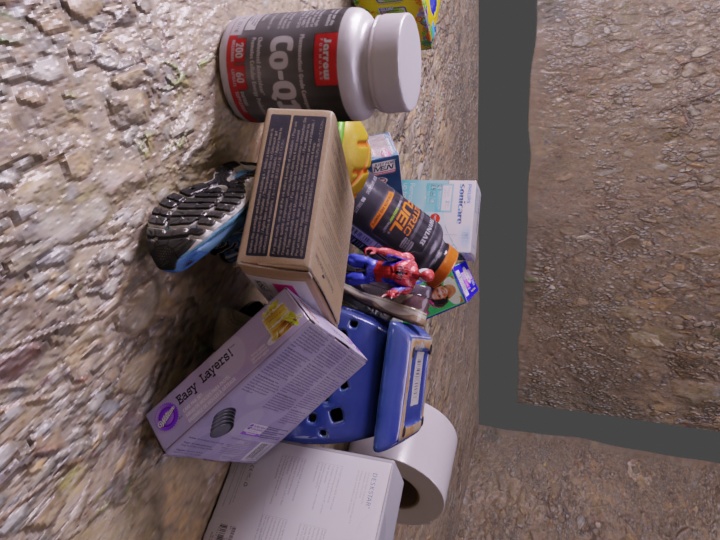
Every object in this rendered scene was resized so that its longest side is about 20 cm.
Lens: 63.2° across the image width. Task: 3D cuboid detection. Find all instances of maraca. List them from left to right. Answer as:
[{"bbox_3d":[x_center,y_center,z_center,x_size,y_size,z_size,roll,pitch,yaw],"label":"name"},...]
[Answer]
[{"bbox_3d":[-0.044,-0.133,0.801,0.201,0.105,0.139,108,-9,-48],"label":"maraca"}]

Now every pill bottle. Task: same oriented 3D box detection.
[{"bbox_3d":[-0.041,-0.220,0.632,0.114,0.197,0.116,4,90,-71],"label":"pill bottle"},{"bbox_3d":[0.055,-0.057,0.904,0.107,0.199,0.106,-53,-169,14],"label":"pill bottle"}]

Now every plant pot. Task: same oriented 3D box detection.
[{"bbox_3d":[0.003,0.157,0.871,0.200,0.177,0.204,23,74,-69],"label":"plant pot"}]

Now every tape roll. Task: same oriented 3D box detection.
[{"bbox_3d":[0.074,0.356,1.099,0.140,0.199,0.205,-64,152,-48],"label":"tape roll"}]

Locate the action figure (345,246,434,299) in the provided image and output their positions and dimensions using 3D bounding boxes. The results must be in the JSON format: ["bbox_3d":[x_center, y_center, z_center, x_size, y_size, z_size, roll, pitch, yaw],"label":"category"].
[{"bbox_3d":[0.000,0.000,0.802,0.099,0.197,0.067,4,90,-70],"label":"action figure"}]

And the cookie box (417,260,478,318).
[{"bbox_3d":[0.124,0.058,1.176,0.076,0.198,0.171,65,19,3],"label":"cookie box"}]

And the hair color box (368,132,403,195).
[{"bbox_3d":[0.045,-0.136,1.073,0.101,0.059,0.202,-104,-177,-54],"label":"hair color box"}]

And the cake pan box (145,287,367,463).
[{"bbox_3d":[-0.095,0.123,0.620,0.184,0.052,0.200,-41,154,1],"label":"cake pan box"}]

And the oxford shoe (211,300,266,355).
[{"bbox_3d":[-0.107,0.074,0.703,0.200,0.070,0.075,8,81,-73],"label":"oxford shoe"}]

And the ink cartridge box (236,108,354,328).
[{"bbox_3d":[-0.059,-0.046,0.626,0.200,0.074,0.168,77,20,-69],"label":"ink cartridge box"}]

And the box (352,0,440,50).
[{"bbox_3d":[0.064,-0.524,1.006,0.193,0.120,0.203,53,44,-61],"label":"box"}]

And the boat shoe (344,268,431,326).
[{"bbox_3d":[0.026,0.024,0.885,0.072,0.198,0.066,32,83,-48],"label":"boat shoe"}]

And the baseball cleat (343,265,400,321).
[{"bbox_3d":[0.024,0.059,1.030,0.070,0.105,0.201,-53,148,-18],"label":"baseball cleat"}]

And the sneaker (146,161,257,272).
[{"bbox_3d":[-0.134,-0.042,0.587,0.200,0.077,0.091,-53,146,-58],"label":"sneaker"}]

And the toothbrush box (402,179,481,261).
[{"bbox_3d":[0.141,-0.104,1.203,0.085,0.197,0.149,29,68,-70],"label":"toothbrush box"}]

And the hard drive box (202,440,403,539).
[{"bbox_3d":[-0.064,0.290,0.673,0.077,0.197,0.158,70,31,-50],"label":"hard drive box"}]
